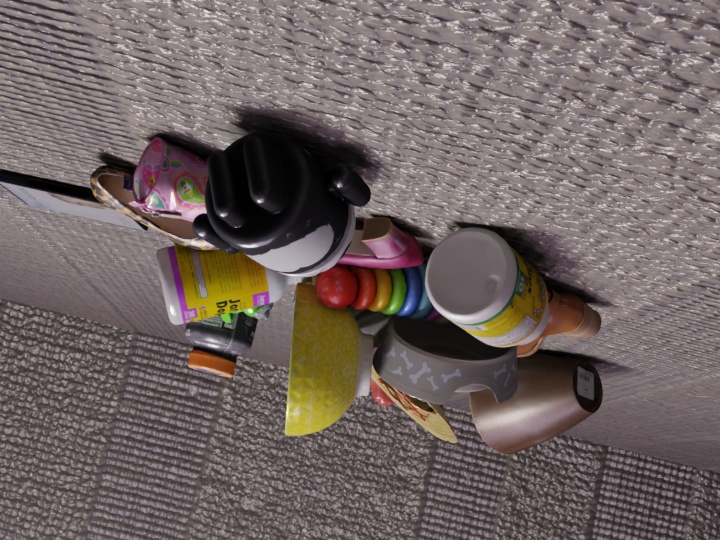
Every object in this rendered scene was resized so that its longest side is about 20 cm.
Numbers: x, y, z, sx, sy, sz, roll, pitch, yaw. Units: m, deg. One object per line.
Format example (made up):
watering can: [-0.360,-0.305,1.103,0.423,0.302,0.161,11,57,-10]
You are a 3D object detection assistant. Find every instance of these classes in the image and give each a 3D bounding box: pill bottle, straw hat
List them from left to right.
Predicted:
pill bottle: [-0.203,0.056,1.781,0.105,0.203,0.106,13,170,2]
pill bottle: [-0.169,0.002,1.582,0.197,0.106,0.104,-13,173,-9]
straw hat: [0.090,0.149,1.661,0.201,0.085,0.201,42,168,11]
pill bottle: [0.162,0.029,1.425,0.111,0.114,0.200,8,167,28]

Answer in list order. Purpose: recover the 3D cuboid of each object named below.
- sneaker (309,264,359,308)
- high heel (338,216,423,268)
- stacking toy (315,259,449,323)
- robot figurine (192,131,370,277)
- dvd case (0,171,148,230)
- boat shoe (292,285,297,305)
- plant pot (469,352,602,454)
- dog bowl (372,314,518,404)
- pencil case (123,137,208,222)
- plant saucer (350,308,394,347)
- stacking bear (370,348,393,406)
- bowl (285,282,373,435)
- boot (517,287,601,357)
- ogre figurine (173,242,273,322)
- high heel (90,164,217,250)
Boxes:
sneaker: [0.000,0.000,1.610,0.107,0.071,0.200,-2,158,-18]
high heel: [-0.020,-0.028,1.490,0.198,0.068,0.096,-9,149,30]
stacking toy: [0.033,0.021,1.517,0.198,0.087,0.085,4,175,-29]
robot figurine: [-0.082,-0.064,1.211,0.149,0.126,0.200,22,174,26]
dvd case: [-0.422,-0.101,1.737,0.197,0.018,0.143,13,170,7]
boat shoe: [-0.061,0.019,1.771,0.061,0.073,0.200,14,167,-8]
plant pot: [0.330,0.225,2.130,0.186,0.189,0.199,22,152,-39]
dog bowl: [0.117,0.108,1.558,0.197,0.059,0.200,8,-159,-3]
pencil case: [-0.165,-0.081,1.345,0.198,0.089,0.087,19,168,-31]
plant saucer: [0.025,0.074,1.702,0.198,0.051,0.200,-21,-172,3]
stacking bear: [0.095,0.118,1.772,0.199,0.114,0.122,-19,110,49]
bowl: [-0.039,0.120,1.543,0.106,0.203,0.200,5,170,-2]
boot: [0.213,0.057,1.621,0.199,0.075,0.154,-17,150,41]
ogre figurine: [-0.181,0.005,1.689,0.197,0.121,0.098,16,158,-5]
high heel: [-0.241,-0.076,1.484,0.198,0.072,0.143,20,178,14]
